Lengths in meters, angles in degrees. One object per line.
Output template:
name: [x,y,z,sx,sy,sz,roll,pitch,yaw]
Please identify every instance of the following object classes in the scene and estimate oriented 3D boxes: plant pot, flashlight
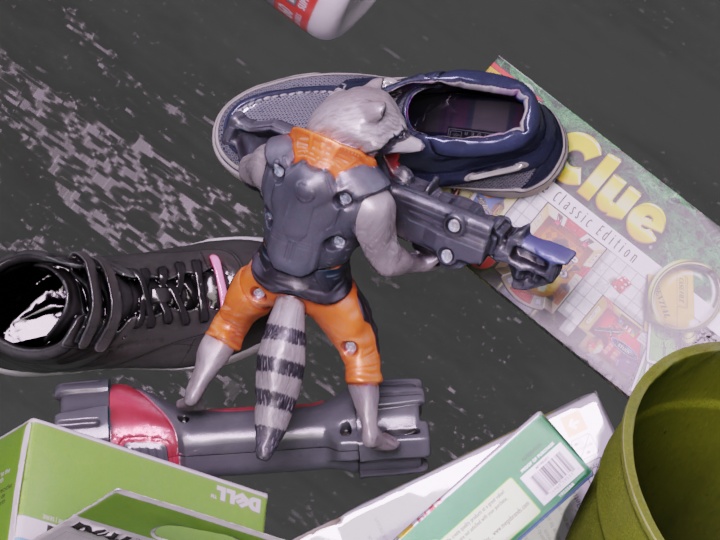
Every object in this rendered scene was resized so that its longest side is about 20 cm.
plant pot: [0.171,0.172,1.368,0.200,0.200,0.193,38,130,5]
flashlight: [-0.065,0.087,1.507,0.200,0.068,0.068,-4,66,-3]

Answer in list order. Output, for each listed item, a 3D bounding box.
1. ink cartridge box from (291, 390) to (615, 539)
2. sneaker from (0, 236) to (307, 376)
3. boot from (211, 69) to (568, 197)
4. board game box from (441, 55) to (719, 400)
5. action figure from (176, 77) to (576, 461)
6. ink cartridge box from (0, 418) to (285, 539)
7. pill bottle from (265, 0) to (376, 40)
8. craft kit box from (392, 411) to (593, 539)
ink cartridge box: [0.080,0.197,1.501,0.200,0.047,0.198,-25,86,2]
sneaker: [-0.119,0.019,1.495,0.200,0.099,0.071,-9,83,0]
boot: [0.008,-0.082,1.487,0.200,0.090,0.073,1,76,14]
board game box: [0.118,-0.018,1.508,0.200,0.023,0.105,39,85,16]
action figure: [0.000,0.000,1.420,0.200,0.105,0.194,15,107,17]
ink cartridge box: [-0.108,0.127,1.409,0.148,0.200,0.076,21,58,-28]
pill bottle: [-0.063,-0.226,1.506,0.200,0.116,0.116,37,87,5]
craft kit box: [0.027,0.153,1.387,0.200,0.198,0.049,-41,82,-2]
